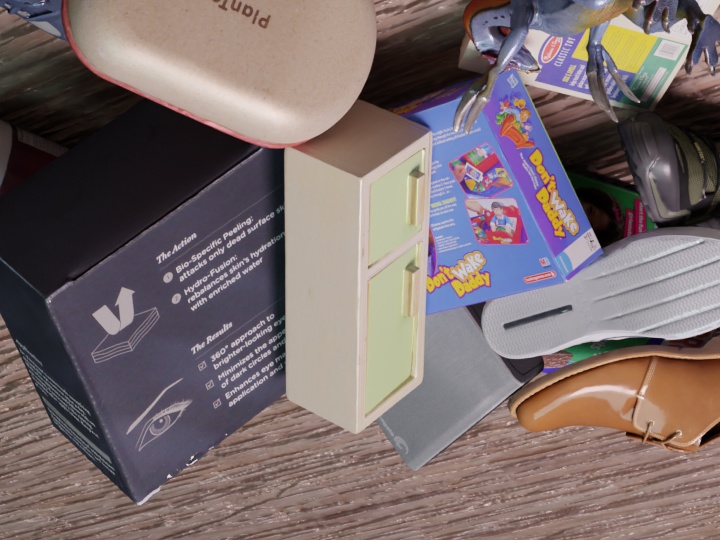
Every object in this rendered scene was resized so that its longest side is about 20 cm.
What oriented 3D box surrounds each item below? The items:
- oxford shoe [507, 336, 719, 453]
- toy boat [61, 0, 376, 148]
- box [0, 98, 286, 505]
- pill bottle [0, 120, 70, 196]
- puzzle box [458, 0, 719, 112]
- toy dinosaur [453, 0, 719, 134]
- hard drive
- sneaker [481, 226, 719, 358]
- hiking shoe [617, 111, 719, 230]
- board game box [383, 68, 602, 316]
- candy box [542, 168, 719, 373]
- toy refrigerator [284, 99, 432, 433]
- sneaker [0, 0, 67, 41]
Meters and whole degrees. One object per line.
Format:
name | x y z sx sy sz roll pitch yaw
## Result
oxford shoe | 0.201 0.093 1.507 0.199 0.072 0.071 -8 157 2
toy boat | -0.092 -0.156 1.340 0.199 0.131 0.131 24 176 -22
box | -0.130 0.009 1.462 0.117 0.196 0.201 35 153 41
pill bottle | -0.240 -0.042 1.547 0.199 0.110 0.109 22 147 -22
puzzle box | 0.146 -0.171 1.319 0.132 0.026 0.200 13 149 -8
toy dinosaur | 0.133 -0.157 1.273 0.105 0.201 0.181 18 -174 -40
hard drive | 0.045 0.053 1.591 0.140 0.033 0.200 55 150 7
sneaker | 0.175 0.008 1.431 0.199 0.071 0.074 -10 101 30
hiking shoe | 0.238 -0.068 1.420 0.100 0.076 0.200 -27 154 22
board game box | 0.048 -0.044 1.438 0.199 0.045 0.135 -14 106 48
candy box | 0.183 0.017 1.568 0.199 0.077 0.169 15 150 -11
toy refrigerator | 0.000 0.000 1.421 0.070 0.076 0.201 24 130 31
sneaker | -0.232 -0.183 1.339 0.070 0.082 0.200 -17 141 35
